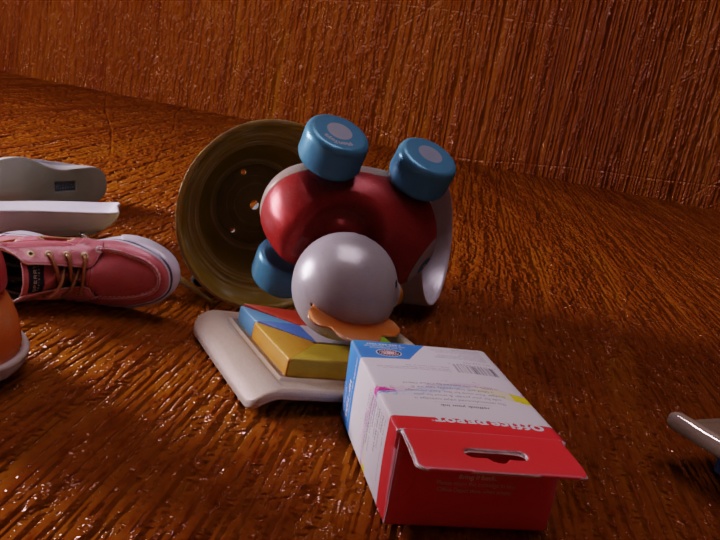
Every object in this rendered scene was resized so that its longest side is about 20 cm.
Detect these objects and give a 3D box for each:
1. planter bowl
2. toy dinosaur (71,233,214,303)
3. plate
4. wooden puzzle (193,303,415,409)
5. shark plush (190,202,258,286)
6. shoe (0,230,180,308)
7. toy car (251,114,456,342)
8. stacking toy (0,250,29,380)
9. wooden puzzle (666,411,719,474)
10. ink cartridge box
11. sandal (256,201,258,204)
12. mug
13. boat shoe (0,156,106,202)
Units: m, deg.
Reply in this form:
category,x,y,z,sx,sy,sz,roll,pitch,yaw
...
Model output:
category,x,y,z,sx,sy,sz,roll,pitch,yaw
planter bowl,-0.106,-0.064,0.894,0.198,0.203,0.083,4,12,-23
toy dinosaur,-0.254,-0.012,0.875,0.198,0.059,0.101,17,14,23
plate,-0.380,-0.061,0.958,0.197,0.033,0.200,0,7,-16
wooden puzzle,-0.033,0.071,0.750,0.198,0.038,0.185,3,16,-28
shark plush,-0.151,-0.007,0.987,0.082,0.092,0.201,-11,26,15
shoe,-0.277,0.005,0.778,0.197,0.072,0.091,7,15,9
toy car,0.000,0.000,0.754,0.175,0.185,0.201,10,41,-22
stacking toy,-0.306,-0.024,0.589,0.144,0.203,0.146,10,14,-2
wooden puzzle,0.367,0.170,0.649,0.198,0.047,0.185,8,14,-28
ink cartridge box,0.061,0.117,0.575,0.115,0.068,0.200,6,15,-13
sandal,-0.100,-0.083,1.090,0.074,0.045,0.200,24,-22,13
mug,0.002,-0.024,0.975,0.173,0.149,0.201,6,43,19
boat shoe,-0.451,-0.120,1.156,0.071,0.071,0.200,5,6,32
